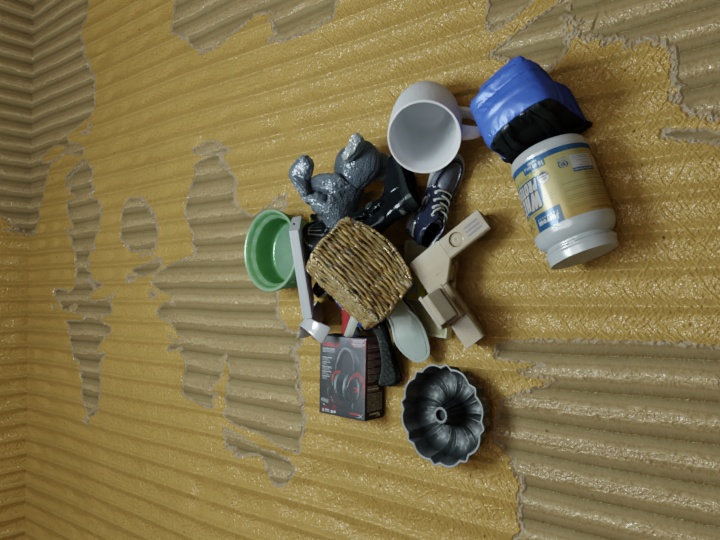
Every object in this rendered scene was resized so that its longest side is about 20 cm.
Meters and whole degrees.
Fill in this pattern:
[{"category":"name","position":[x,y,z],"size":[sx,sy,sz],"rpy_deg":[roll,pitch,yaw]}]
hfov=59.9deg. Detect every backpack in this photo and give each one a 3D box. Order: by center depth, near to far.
[{"category":"backpack","position":[0.288,-0.290,1.134],"size":[0.162,0.198,0.170],"rpy_deg":[-41,65,31]}]

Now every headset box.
[{"category":"headset box","position":[-0.021,0.232,1.449],"size":[0.146,0.074,0.206],"rpy_deg":[1,89,41]}]

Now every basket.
[{"category":"basket","position":[0.000,0.000,1.275],"size":[0.199,0.149,0.143],"rpy_deg":[42,76,1]}]

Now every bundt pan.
[{"category":"bundt pan","position":[0.181,0.292,1.280],"size":[0.198,0.075,0.208],"rpy_deg":[-2,87,38]}]

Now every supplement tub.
[{"category":"supplement tub","position":[0.361,-0.119,1.103],"size":[0.143,0.143,0.205],"rpy_deg":[-26,72,35]}]

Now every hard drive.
[{"category":"hard drive","position":[-0.134,-0.009,1.437],"size":[0.026,0.132,0.205],"rpy_deg":[-8,108,0]}]

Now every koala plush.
[{"category":"koala plush","position":[-0.027,-0.208,1.412],"size":[0.200,0.176,0.185],"rpy_deg":[-44,52,15]}]

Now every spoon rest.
[{"category":"spoon rest","position":[-0.117,0.123,1.488],"size":[0.101,0.060,0.200],"rpy_deg":[-60,13,-3]}]

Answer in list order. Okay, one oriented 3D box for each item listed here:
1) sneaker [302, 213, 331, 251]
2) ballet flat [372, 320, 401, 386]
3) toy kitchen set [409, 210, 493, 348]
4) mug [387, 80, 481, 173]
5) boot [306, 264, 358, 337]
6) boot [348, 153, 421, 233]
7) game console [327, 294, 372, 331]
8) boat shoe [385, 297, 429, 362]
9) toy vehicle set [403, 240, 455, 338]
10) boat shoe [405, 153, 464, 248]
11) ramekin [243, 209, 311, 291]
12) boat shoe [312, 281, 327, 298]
[{"category":"sneaker","position":[-0.094,-0.075,1.475],"size":[0.072,0.201,0.083],"rpy_deg":[2,109,5]},{"category":"ballet flat","position":[0.042,0.164,1.373],"size":[0.055,0.067,0.205],"rpy_deg":[-15,102,7]},{"category":"toy kitchen set","position":[0.210,0.019,1.205],"size":[0.179,0.163,0.202],"rpy_deg":[-38,78,15]},{"category":"mug","position":[0.158,-0.303,1.269],"size":[0.194,0.177,0.151],"rpy_deg":[5,125,6]},{"category":"boot","position":[-0.055,0.040,1.371],"size":[0.140,0.073,0.205],"rpy_deg":[12,110,2]},{"category":"boot","position":[0.041,-0.155,1.351],"size":[0.166,0.076,0.203],"rpy_deg":[-33,37,21]},{"category":"game console","position":[0.019,0.004,1.443],"size":[0.201,0.116,0.173],"rpy_deg":[-51,24,32]},{"category":"boat shoe","position":[0.088,0.101,1.338],"size":[0.075,0.060,0.203],"rpy_deg":[-30,85,13]},{"category":"toy vehicle set","position":[0.146,0.038,1.350],"size":[0.122,0.026,0.206],"rpy_deg":[5,91,39]},{"category":"boat shoe","position":[0.165,-0.137,1.289],"size":[0.203,0.073,0.093],"rpy_deg":[-64,23,22]},{"category":"ramekin","position":[-0.198,-0.048,1.590],"size":[0.196,0.097,0.206],"rpy_deg":[-2,87,39]},{"category":"boat shoe","position":[-0.070,-0.016,1.424],"size":[0.200,0.065,0.076],"rpy_deg":[-48,27,40]}]
